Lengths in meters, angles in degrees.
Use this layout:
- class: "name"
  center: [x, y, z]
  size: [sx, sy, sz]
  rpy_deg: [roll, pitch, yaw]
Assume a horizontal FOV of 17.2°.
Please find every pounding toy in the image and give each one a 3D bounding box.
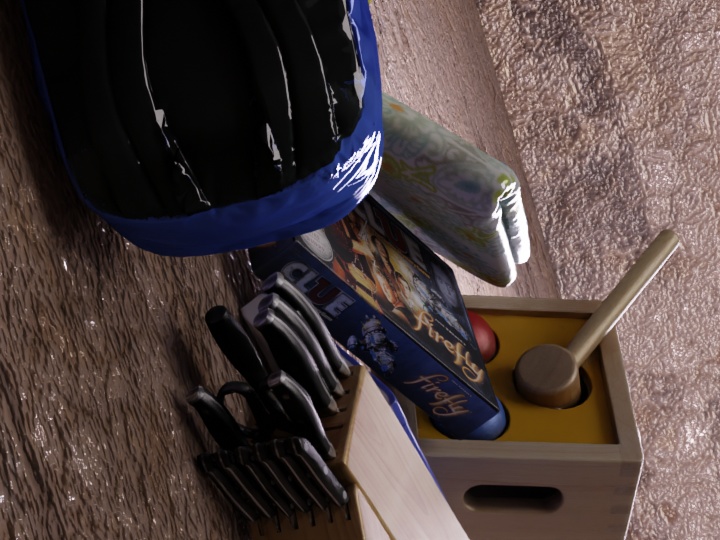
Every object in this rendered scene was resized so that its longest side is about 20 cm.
- class: "pounding toy"
  center: [0.112, 0.080, 1.546]
  size: [0.184, 0.199, 0.143]
  rpy_deg: [-95, -171, -50]

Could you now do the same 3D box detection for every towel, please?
- class: "towel"
  center: [0.026, -0.065, 1.486]
  size: [0.048, 0.171, 0.200]
  rpy_deg: [-59, 166, -9]

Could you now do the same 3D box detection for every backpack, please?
- class: "backpack"
  center: [-0.065, -0.108, 1.097]
  size: [0.168, 0.162, 0.201]
  rpy_deg: [52, 22, -73]

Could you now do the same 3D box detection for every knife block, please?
- class: "knife block"
  center: [-0.017, 0.088, 1.227]
  size: [0.200, 0.064, 0.176]
  rpy_deg: [-4, 84, -67]

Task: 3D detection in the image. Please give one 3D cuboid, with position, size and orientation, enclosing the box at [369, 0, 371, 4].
- class: "box"
  center: [-0.019, -0.191, 1.365]
  size: [0.050, 0.201, 0.075]
  rpy_deg: [25, 1, -41]

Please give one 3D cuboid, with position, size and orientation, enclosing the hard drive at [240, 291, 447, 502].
- class: "hard drive"
  center: [0.008, 0.112, 1.361]
  size: [0.132, 0.025, 0.200]
  rpy_deg: [38, -19, 45]

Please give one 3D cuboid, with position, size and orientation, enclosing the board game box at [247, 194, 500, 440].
- class: "board game box"
  center: [0.000, 0.000, 1.430]
  size: [0.200, 0.035, 0.136]
  rpy_deg: [40, 22, -38]
